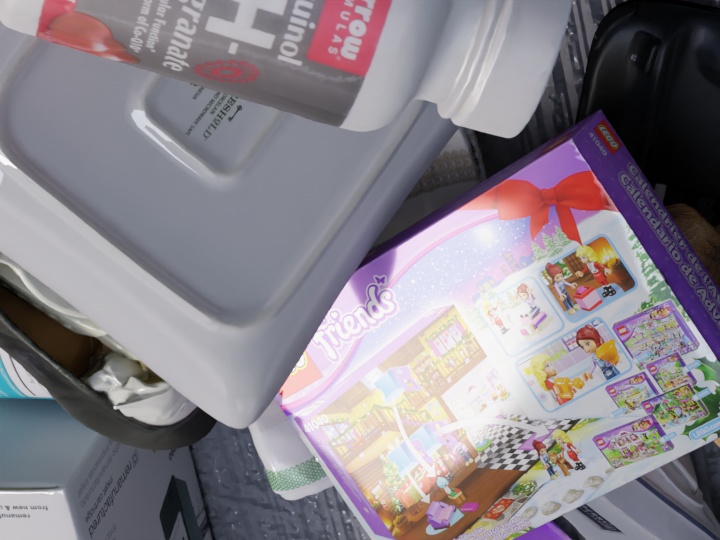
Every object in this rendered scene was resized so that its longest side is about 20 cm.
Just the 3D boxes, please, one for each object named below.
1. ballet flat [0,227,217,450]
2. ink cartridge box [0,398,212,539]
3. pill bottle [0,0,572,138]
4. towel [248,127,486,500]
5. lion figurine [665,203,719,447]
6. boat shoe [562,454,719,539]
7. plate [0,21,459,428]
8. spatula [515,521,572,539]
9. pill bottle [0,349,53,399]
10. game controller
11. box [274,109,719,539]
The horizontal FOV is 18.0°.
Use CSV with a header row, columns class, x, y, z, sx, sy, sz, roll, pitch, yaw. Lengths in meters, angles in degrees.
class,x,y,z,sx,sy,sz,roll,pitch,yaw
ballet flat,-0.113,0.028,0.980,0.068,0.068,0.200,9,160,45
ink cartridge box,-0.139,0.152,1.176,0.083,0.146,0.201,-2,121,18
pill bottle,-0.026,-0.116,0.842,0.199,0.111,0.111,16,125,-8
towel,0.000,0.000,1.053,0.148,0.031,0.201,-24,121,-12
lion figurine,0.164,0.034,1.011,0.122,0.073,0.200,-35,110,8
boat shoe,0.132,0.097,1.085,0.073,0.066,0.200,8,156,38
plate,-0.062,-0.069,0.919,0.200,0.032,0.200,38,80,-17
spatula,0.044,0.094,1.154,0.056,0.021,0.200,-30,107,25
pill bottle,-0.151,0.008,1.112,0.199,0.111,0.111,1,121,17
game controller,0.144,-0.029,1.042,0.104,0.042,0.201,7,124,-3
box,0.059,0.039,0.971,0.200,0.039,0.137,-31,97,34
